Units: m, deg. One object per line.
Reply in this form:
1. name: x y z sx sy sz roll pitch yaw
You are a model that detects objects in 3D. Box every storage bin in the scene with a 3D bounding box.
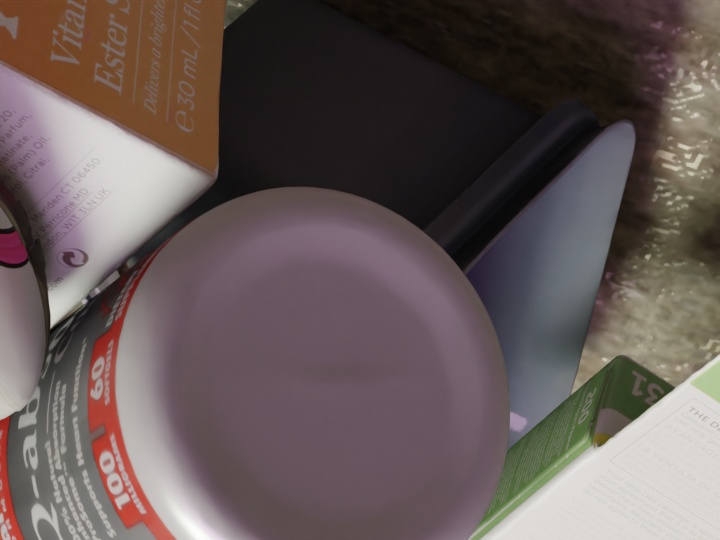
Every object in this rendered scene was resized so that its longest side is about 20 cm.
1. storage bin: 0.000 0.000 0.903 0.134 0.146 0.201 34 146 19

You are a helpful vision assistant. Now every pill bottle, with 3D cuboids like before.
1. pill bottle: -0.048 0.056 0.782 0.115 0.117 0.200 27 155 -16

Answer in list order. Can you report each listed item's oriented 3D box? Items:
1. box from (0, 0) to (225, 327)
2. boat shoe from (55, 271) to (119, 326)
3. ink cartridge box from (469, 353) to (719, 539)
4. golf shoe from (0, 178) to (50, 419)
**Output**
1. box: -0.145 -0.096 0.756 0.199 0.153 0.106 27 135 -29
2. boat shoe: -0.155 -0.025 0.961 0.072 0.062 0.200 -16 131 32
3. ink cartridge box: 0.134 0.079 0.834 0.145 0.048 0.200 32 137 -11
4. golf shoe: -0.143 -0.010 0.670 0.072 0.093 0.200 -18 138 16
